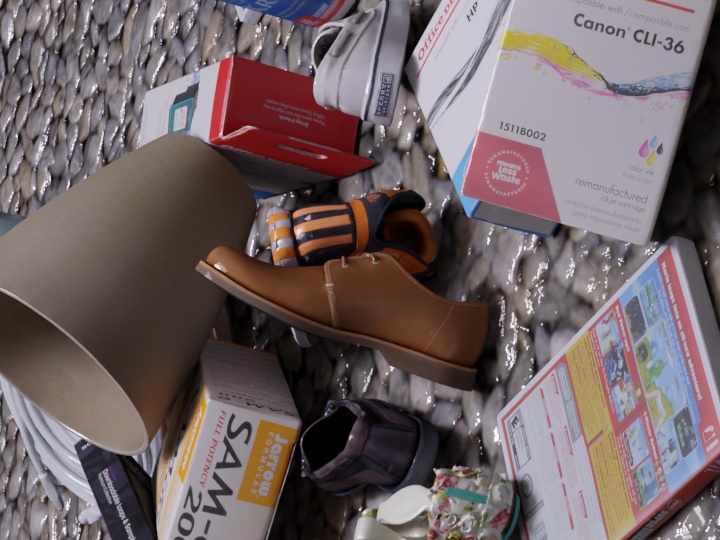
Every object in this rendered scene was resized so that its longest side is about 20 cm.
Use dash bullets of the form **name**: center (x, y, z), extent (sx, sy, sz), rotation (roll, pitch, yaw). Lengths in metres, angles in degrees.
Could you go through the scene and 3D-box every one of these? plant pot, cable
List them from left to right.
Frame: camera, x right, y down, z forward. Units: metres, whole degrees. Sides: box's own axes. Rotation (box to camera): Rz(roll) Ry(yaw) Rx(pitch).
- **cable**: center (-0.210, 0.106, 1.835), extent (0.199, 0.069, 0.201), rotation (-9, 111, 46)
- **plant pot**: center (-0.172, -0.001, 1.663), extent (0.200, 0.187, 0.187), rotation (-52, 19, -24)

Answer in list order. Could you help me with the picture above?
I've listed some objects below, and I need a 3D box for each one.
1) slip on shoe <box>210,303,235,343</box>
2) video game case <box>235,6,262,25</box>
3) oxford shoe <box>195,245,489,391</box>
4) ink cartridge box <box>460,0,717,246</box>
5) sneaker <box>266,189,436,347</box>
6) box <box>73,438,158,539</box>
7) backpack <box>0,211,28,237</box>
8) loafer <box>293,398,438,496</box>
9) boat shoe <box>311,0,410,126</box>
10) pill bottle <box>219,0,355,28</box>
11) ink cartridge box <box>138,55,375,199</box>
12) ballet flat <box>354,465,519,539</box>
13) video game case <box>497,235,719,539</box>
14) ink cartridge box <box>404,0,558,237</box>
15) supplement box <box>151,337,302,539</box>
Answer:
- **slip on shoe**: center (-0.132, 0.017, 1.842), extent (0.076, 0.060, 0.201), rotation (-38, 66, 41)
- **video game case**: center (-0.066, -0.327, 1.894), extent (0.201, 0.018, 0.144), rotation (-57, 35, 33)
- **oxford shoe**: center (-0.010, 0.015, 1.482), extent (0.071, 0.199, 0.072), rotation (-140, 69, -82)
- **ink cartridge box**: center (0.140, -0.126, 1.315), extent (0.067, 0.116, 0.202), rotation (-18, -57, -81)
- **sneaker**: center (0.000, 0.000, 1.587), extent (0.200, 0.111, 0.078), rotation (77, -177, -76)
- **box**: center (-0.147, 0.222, 1.704), extent (0.036, 0.143, 0.200), rotation (-33, 38, 2)
- **backpack**: center (-0.284, 0.028, 1.964), extent (0.127, 0.199, 0.167), rotation (-61, 32, 28)
- **loafer**: center (-0.011, 0.116, 1.548), extent (0.200, 0.063, 0.072), rotation (-6, 64, 68)
- **boat shoe**: center (-0.002, -0.149, 1.586), extent (0.200, 0.065, 0.072), rotation (-82, 2, -66)
- **pill bottle**: center (-0.099, -0.263, 1.736), extent (0.112, 0.199, 0.113), rotation (-32, 52, 54)
- **ink cartridge box**: center (-0.079, -0.110, 1.727), extent (0.200, 0.115, 0.068), rotation (-11, 68, 59)
- **ballet flat**: center (0.034, 0.167, 1.446), extent (0.200, 0.064, 0.076), rotation (134, 151, -54)
- **video game case**: center (0.150, 0.094, 1.328), extent (0.200, 0.017, 0.144), rotation (-50, 38, 42)
- **ink cartridge box**: center (0.094, -0.133, 1.468), extent (0.116, 0.067, 0.201), rotation (-59, 33, 31)
- **supplement box**: center (-0.103, 0.134, 1.662), extent (0.200, 0.073, 0.127), rotation (-124, 50, -76)
